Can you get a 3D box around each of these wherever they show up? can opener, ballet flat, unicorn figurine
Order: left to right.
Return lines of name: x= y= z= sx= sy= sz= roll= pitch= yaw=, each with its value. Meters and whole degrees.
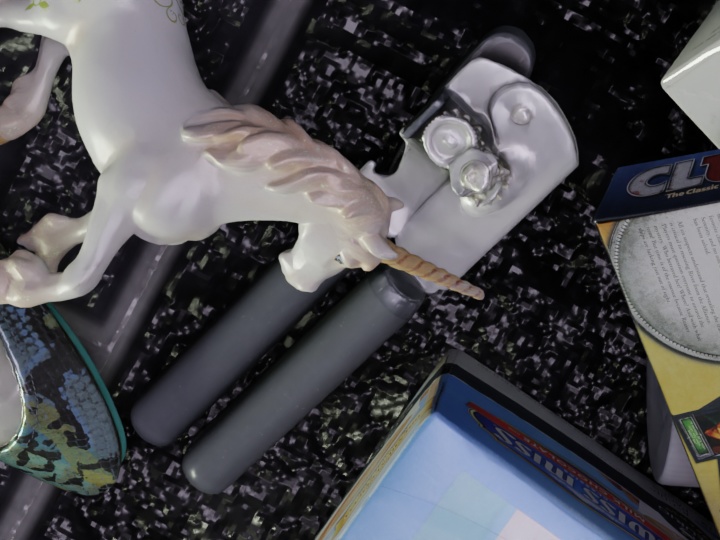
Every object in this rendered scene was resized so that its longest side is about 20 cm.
ballet flat: x=-0.159 y=0.006 z=0.901 sx=0.074 sy=0.074 sz=0.200 roll=-32 pitch=94 yaw=6
unicorn figurine: x=-0.072 y=-0.044 z=0.861 sx=0.137 sy=0.074 sz=0.200 roll=-29 pitch=86 yaw=23
can opener: x=0.000 y=0.000 z=0.912 sx=0.053 sy=0.066 sz=0.200 roll=43 pitch=107 yaw=-6

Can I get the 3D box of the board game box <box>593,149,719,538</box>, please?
board game box: x=0.170 y=0.048 z=0.799 sx=0.135 sy=0.035 sz=0.200 roll=-9 pitch=119 yaw=27

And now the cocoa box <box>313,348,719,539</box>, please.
cocoa box: x=0.026 y=0.151 z=0.893 sx=0.133 sy=0.131 sz=0.200 roll=35 pitch=99 yaw=1

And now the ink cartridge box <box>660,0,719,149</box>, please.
ink cartridge box: x=0.196 y=-0.089 z=0.852 sx=0.116 sy=0.200 sz=0.067 roll=46 pitch=138 yaw=-8

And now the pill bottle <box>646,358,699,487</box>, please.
pill bottle: x=0.204 y=0.034 z=0.887 sx=0.199 sy=0.110 sz=0.110 roll=2 pitch=101 yaw=0
